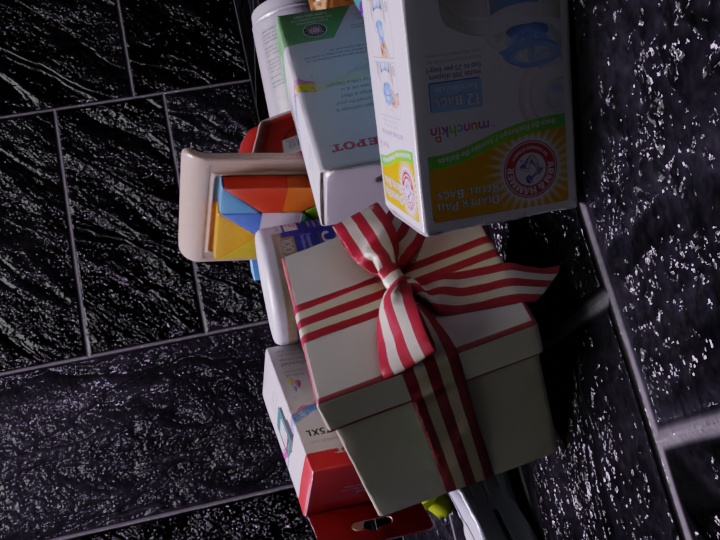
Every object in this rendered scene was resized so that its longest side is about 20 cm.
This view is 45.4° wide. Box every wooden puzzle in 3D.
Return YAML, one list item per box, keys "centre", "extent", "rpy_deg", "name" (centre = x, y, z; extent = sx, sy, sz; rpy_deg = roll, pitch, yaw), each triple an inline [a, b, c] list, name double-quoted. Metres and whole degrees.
- centre: [-0.088, -0.057, 0.900]
  extent: [0.185, 0.199, 0.037]
  rpy_deg: [111, 158, -56]
  name: "wooden puzzle"

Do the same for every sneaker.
- centre: [0.113, 0.219, 0.836]
  extent: [0.071, 0.073, 0.200]
  rpy_deg: [96, 161, -52]
  name: "sneaker"

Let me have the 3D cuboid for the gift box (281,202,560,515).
- centre: [0.056, 0.049, 0.685]
  extent: [0.185, 0.199, 0.187]
  rpy_deg: [-117, 3, -48]
  name: "gift box"

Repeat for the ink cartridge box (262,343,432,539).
- centre: [-0.012, 0.156, 0.815]
  extent: [0.200, 0.116, 0.067]
  rpy_deg: [-119, 30, -45]
  name: "ink cartridge box"

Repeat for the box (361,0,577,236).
- centre: [0.069, -0.136, 0.574]
  extent: [0.101, 0.112, 0.201]
  rpy_deg: [-132, 34, -70]
  name: "box"

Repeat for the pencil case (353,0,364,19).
- centre: [0.042, -0.211, 0.725]
  extent: [0.092, 0.085, 0.200]
  rpy_deg: [36, -152, -48]
  name: "pencil case"

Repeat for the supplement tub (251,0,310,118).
- centre: [-0.079, -0.286, 1.254]
  extent: [0.132, 0.131, 0.201]
  rpy_deg: [137, 122, -79]
  name: "supplement tub"

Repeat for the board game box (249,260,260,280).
- centre: [-0.056, -0.080, 1.130]
  extent: [0.040, 0.199, 0.154]
  rpy_deg: [-122, 22, -66]
  name: "board game box"

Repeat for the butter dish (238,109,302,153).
- centre: [-0.036, -0.107, 1.006]
  extent: [0.200, 0.199, 0.148]
  rpy_deg: [-89, -21, -58]
  name: "butter dish"

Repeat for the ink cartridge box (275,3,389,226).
- centre: [0.011, -0.153, 0.810]
  extent: [0.088, 0.145, 0.200]
  rpy_deg: [91, 165, -56]
  name: "ink cartridge box"

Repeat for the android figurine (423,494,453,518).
- centre: [0.036, 0.236, 1.109]
  extent: [0.200, 0.041, 0.182]
  rpy_deg: [44, 180, -15]
  name: "android figurine"

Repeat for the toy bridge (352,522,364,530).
- centre: [0.010, 0.176, 0.919]
  extent: [0.067, 0.027, 0.201]
  rpy_deg: [139, 152, -65]
  name: "toy bridge"

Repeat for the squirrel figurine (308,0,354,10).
- centre: [-0.041, -0.355, 0.946]
  extent: [0.200, 0.141, 0.187]
  rpy_deg: [-120, 14, -70]
  name: "squirrel figurine"

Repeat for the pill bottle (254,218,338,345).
- centre: [0.000, 0.000, 0.878]
  extent: [0.120, 0.199, 0.120]
  rpy_deg: [169, 90, -81]
  name: "pill bottle"
